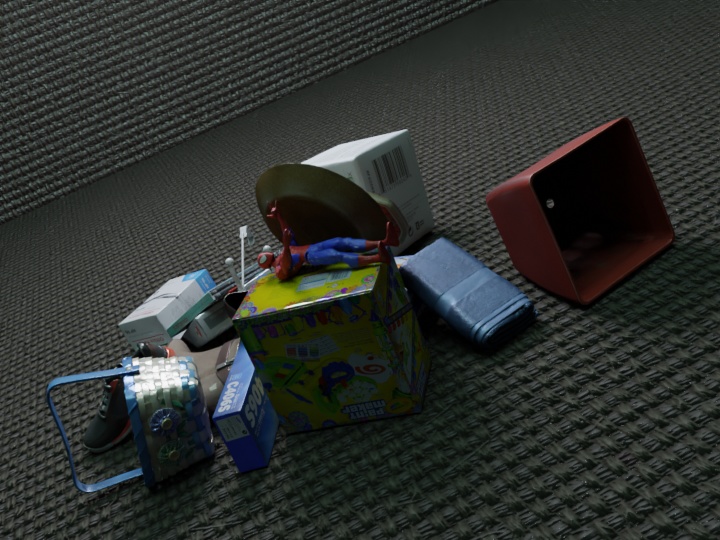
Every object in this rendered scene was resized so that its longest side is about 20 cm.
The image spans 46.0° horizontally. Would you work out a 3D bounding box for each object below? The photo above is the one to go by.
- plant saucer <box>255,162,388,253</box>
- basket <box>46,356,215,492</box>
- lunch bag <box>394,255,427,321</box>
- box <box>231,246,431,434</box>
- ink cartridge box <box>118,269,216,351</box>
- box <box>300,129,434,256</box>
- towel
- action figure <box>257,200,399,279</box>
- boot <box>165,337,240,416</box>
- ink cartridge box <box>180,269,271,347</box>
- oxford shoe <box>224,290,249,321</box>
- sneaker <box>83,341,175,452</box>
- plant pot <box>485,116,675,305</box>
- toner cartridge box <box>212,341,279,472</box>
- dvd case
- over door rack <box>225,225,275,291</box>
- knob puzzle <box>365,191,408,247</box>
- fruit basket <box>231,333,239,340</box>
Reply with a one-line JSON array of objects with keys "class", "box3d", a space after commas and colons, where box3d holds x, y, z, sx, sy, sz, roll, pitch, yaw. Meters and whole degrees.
[{"class": "plant saucer", "box3d": [-0.059, -0.065, 1.165, 0.199, 0.200, 0.036, -3, 50, 36]}, {"class": "basket", "box3d": [-0.310, 0.205, 1.161, 0.199, 0.177, 0.139, -13, 26, -7]}, {"class": "lunch bag", "box3d": [0.034, 0.051, 1.325, 0.159, 0.076, 0.200, -4, 28, 30]}, {"class": "box", "box3d": [-0.032, 0.095, 1.135, 0.199, 0.194, 0.122, -12, 26, 19]}, {"class": "ink cartridge box", "box3d": [-0.365, 0.086, 1.582, 0.116, 0.068, 0.200, -16, 23, 37]}, {"class": "box", "box3d": [-0.001, -0.125, 1.537, 0.170, 0.201, 0.199, -6, 19, 35]}, {"class": "towel", "box3d": [0.149, 0.034, 1.226, 0.111, 0.049, 0.200, -29, 46, -23]}, {"class": "action figure", "box3d": [-0.060, -0.044, 1.095, 0.199, 0.099, 0.065, -11, 30, 29]}, {"class": "boot", "box3d": [-0.232, 0.147, 1.315, 0.146, 0.070, 0.201, -34, 41, 14]}, {"class": "ink cartridge box", "box3d": [-0.233, 0.083, 1.488, 0.162, 0.050, 0.200, -35, -5, -27]}, {"class": "oxford shoe", "box3d": [-0.106, 0.063, 1.244, 0.199, 0.073, 0.072, 1, 67, 12]}, {"class": "sneaker", "box3d": [-0.372, 0.185, 1.296, 0.200, 0.082, 0.077, -52, 43, 1]}, {"class": "plant pot", "box3d": [0.305, -0.086, 1.256, 0.199, 0.201, 0.176, -31, 14, -21]}, {"class": "toner cartridge box", "box3d": [-0.148, 0.178, 1.182, 0.043, 0.095, 0.200, -15, 25, 12]}, {"class": "dvd case", "box3d": [-0.233, 0.040, 1.477, 0.146, 0.022, 0.200, -37, -3, 39]}, {"class": "over door rack", "box3d": [-0.140, -0.032, 1.387, 0.147, 0.067, 0.201, -16, 39, 12]}, {"class": "knob puzzle", "box3d": [-0.020, -0.070, 1.200, 0.219, 0.219, 0.031, 1, 65, 42]}, {"class": "fruit basket", "box3d": [-0.137, 0.096, 1.389, 0.199, 0.094, 0.185, -22, 17, 43]}]
